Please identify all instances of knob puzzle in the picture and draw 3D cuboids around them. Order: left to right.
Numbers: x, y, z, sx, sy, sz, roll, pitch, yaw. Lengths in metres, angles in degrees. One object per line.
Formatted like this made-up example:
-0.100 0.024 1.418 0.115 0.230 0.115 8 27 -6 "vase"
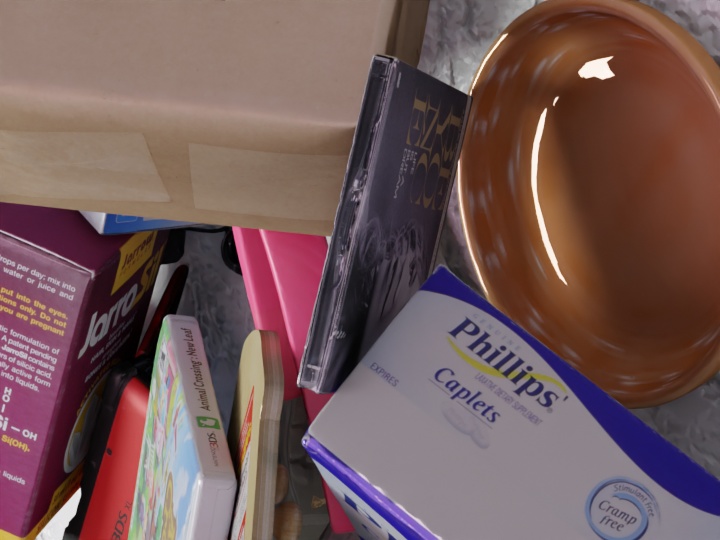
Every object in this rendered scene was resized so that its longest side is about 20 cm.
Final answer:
-0.049 0.117 1.452 0.220 0.030 0.220 -172 90 -83 "knob puzzle"

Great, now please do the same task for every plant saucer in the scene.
0.125 -0.035 1.422 0.200 0.037 0.200 17 112 47 "plant saucer"

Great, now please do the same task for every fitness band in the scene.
-0.026 0.035 1.485 0.144 0.037 0.200 -126 21 -68 "fitness band"

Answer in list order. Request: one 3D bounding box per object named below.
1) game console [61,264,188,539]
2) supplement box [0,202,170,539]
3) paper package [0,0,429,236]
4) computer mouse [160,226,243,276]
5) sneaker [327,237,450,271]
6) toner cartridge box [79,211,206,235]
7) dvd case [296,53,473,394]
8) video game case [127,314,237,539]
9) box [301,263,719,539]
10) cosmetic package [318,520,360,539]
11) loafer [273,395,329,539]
-0.104 0.131 1.708 0.172 0.119 0.200 38 129 26 "game console"
-0.190 0.039 1.682 0.103 0.131 0.200 23 120 10 "supplement box"
-0.074 -0.124 1.402 0.103 0.200 0.191 82 -164 -59 "paper package"
-0.095 -0.028 1.703 0.200 0.034 0.059 7 106 43 "computer mouse"
0.000 0.000 1.557 0.082 0.074 0.200 -41 63 53 "sneaker"
-0.147 -0.091 1.672 0.200 0.095 0.043 46 133 44 "toner cartridge box"
0.015 -0.017 1.368 0.016 0.200 0.149 13 91 11 "dvd case"
-0.099 0.150 1.532 0.182 0.022 0.200 -110 28 -63 "video game case"
0.084 0.118 1.355 0.184 0.105 0.200 38 170 19 "box"
-0.003 0.199 1.508 0.083 0.200 0.051 29 127 -3 "cosmetic package"
-0.029 0.125 1.642 0.070 0.070 0.200 -107 24 -58 "loafer"
